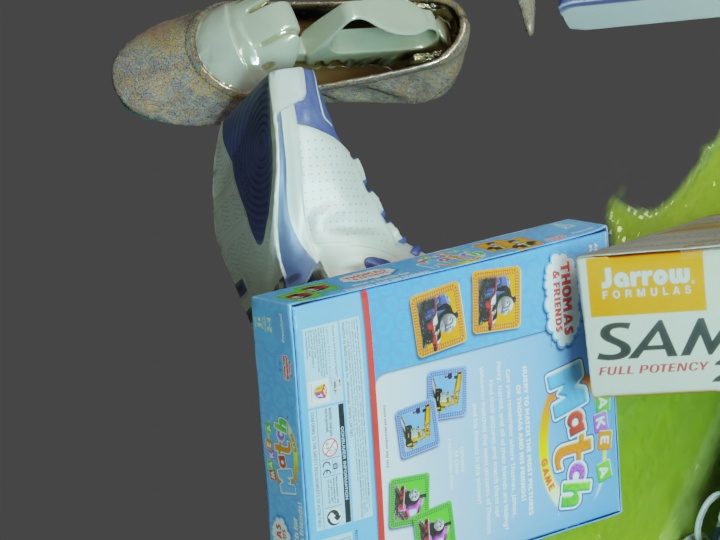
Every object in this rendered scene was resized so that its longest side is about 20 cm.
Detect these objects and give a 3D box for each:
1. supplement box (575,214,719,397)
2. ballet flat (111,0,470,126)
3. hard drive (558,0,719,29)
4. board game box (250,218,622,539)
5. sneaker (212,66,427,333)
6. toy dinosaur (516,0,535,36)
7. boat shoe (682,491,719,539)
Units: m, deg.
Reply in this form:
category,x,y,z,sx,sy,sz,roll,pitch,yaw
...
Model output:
category,x,y,z,sx,sy,sz,roll,pitch,yaw
supplement box,0.204,0.012,1.508,0.200,0.126,0.074,-15,99,-63
ballet flat,-0.031,-0.119,1.559,0.200,0.067,0.068,-9,68,-28
hard drive,0.192,-0.227,1.692,0.025,0.132,0.200,55,41,-47
board game box,0.041,0.067,1.457,0.200,0.037,0.152,-13,106,-35
sneaker,0.000,0.001,1.513,0.115,0.081,0.200,-4,74,-30
toy dinosaur,0.057,-0.233,1.653,0.200,0.086,0.136,46,48,-4
boat shoe,0.212,0.131,1.540,0.075,0.062,0.200,27,77,-23
